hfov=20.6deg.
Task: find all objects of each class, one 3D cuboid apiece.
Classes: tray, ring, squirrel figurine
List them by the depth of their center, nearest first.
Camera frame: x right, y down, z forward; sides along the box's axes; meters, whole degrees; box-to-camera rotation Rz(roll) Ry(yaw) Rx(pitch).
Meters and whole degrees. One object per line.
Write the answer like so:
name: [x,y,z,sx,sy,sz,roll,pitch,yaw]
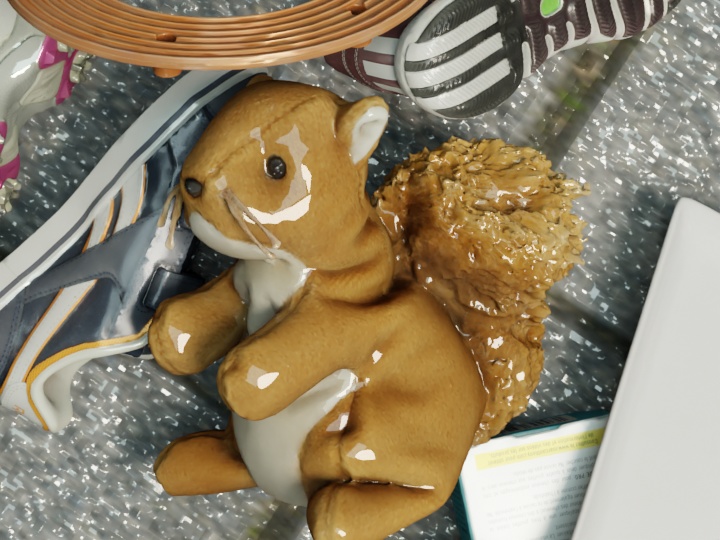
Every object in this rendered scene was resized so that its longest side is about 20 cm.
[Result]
squirrel figurine: [0.000,0.000,0.875,0.200,0.141,0.187,-19,108,-28]
ring: [-0.061,-0.139,0.880,0.200,0.201,0.019,-2,127,-4]
tray: [0.157,0.077,0.920,0.107,0.022,0.201,26,73,-22]

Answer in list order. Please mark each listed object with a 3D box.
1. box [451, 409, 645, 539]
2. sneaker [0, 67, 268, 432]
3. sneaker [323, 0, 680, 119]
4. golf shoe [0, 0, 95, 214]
box: [0.099,0.172,0.936,0.082,0.049,0.201,-11,90,-5]
sneaker: [-0.100,-0.011,0.913,0.079,0.078,0.200,45,98,7]
sneaker: [0.062,-0.138,0.931,0.200,0.115,0.076,-29,118,-35]
golf shoe: [-0.190,-0.074,0.899,0.091,0.075,0.200,23,62,7]
